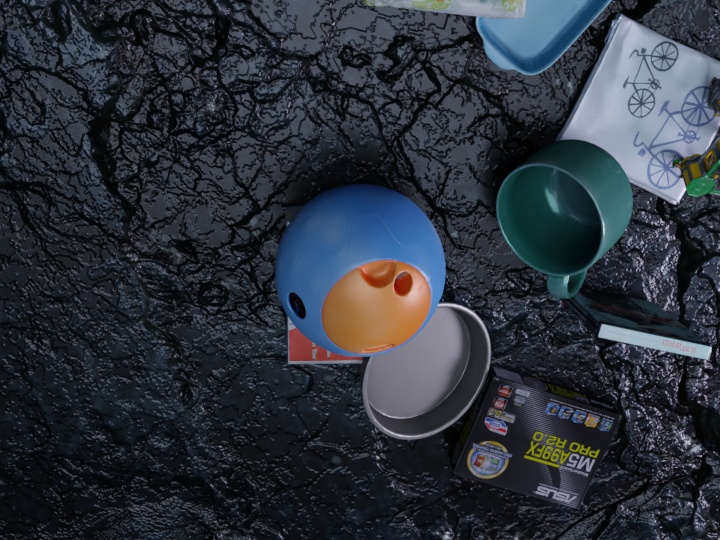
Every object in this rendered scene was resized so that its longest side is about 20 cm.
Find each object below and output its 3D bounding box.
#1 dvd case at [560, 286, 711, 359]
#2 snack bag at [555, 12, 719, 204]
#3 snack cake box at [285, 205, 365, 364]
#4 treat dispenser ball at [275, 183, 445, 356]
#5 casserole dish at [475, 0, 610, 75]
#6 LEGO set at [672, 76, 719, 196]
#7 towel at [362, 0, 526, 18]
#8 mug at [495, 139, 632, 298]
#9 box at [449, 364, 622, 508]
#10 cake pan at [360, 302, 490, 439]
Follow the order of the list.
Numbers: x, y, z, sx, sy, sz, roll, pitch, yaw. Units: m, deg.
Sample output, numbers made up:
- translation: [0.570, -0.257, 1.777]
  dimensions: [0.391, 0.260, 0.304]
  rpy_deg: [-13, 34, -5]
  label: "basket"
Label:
- translation: [0.343, 0.062, 1.324]
  dimensions: [0.145, 0.200, 0.022]
  rpy_deg: [12, 104, -7]
  label: "dvd case"
- translation: [0.367, -0.203, 1.324]
  dimensions: [0.199, 0.021, 0.190]
  rpy_deg: [21, 107, -11]
  label: "snack bag"
- translation: [-0.041, 0.019, 1.356]
  dimensions: [0.114, 0.067, 0.202]
  rpy_deg: [-1, 110, -5]
  label: "snack cake box"
- translation: [0.000, 0.000, 1.209]
  dimensions: [0.199, 0.201, 0.203]
  rpy_deg: [-1, 110, -3]
  label: "treat dispenser ball"
- translation: [0.226, -0.334, 1.259]
  dimensions: [0.121, 0.039, 0.200]
  rpy_deg: [38, 104, -16]
  label: "casserole dish"
- translation: [0.496, -0.167, 1.306]
  dimensions: [0.198, 0.117, 0.154]
  rpy_deg: [4, 143, -10]
  label: "LEGO set"
- translation: [0.107, -0.388, 1.206]
  dimensions: [0.198, 0.048, 0.173]
  rpy_deg: [7, 102, 5]
  label: "towel"
- translation: [0.257, -0.076, 1.305]
  dimensions: [0.152, 0.114, 0.186]
  rpy_deg: [41, 138, 14]
  label: "mug"
- translation: [0.246, 0.237, 1.465]
  dimensions: [0.198, 0.044, 0.161]
  rpy_deg: [18, 108, -10]
  label: "box"
- translation: [0.083, 0.129, 1.383]
  dimensions: [0.199, 0.037, 0.202]
  rpy_deg: [-12, 117, -25]
  label: "cake pan"
